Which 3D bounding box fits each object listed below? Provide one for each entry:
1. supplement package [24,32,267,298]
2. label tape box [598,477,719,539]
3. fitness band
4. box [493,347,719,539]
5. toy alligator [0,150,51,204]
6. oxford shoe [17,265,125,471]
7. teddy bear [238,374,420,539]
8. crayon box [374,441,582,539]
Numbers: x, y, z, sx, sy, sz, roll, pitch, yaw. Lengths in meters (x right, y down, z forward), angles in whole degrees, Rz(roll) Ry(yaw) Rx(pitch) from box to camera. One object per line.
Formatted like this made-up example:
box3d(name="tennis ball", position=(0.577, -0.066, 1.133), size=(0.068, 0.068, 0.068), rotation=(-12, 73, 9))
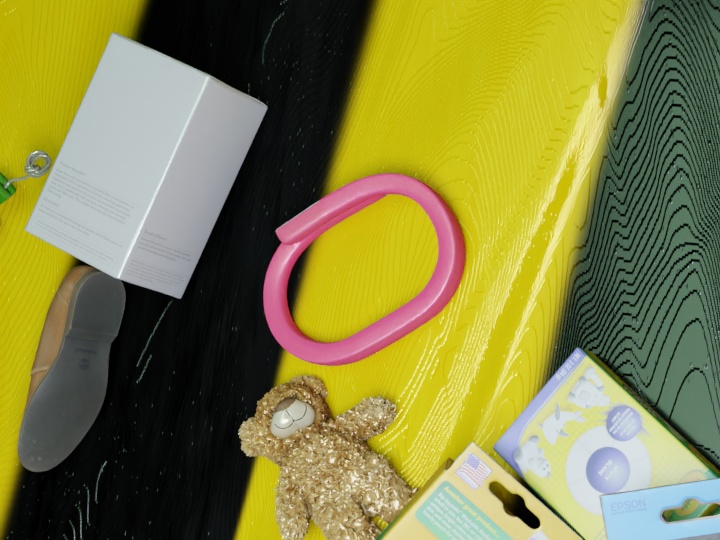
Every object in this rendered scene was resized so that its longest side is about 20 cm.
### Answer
box3d(name="supplement package", position=(-0.196, -0.095, 1.790), size=(0.121, 0.120, 0.201), rotation=(26, 92, 27))
box3d(name="label tape box", position=(0.275, 0.260, 1.518), size=(0.143, 0.063, 0.201), rotation=(-10, 90, 13))
box3d(name="fitness band", position=(0.000, 0.000, 1.736), size=(0.199, 0.037, 0.144), rotation=(-31, 73, 17))
box3d(name="box", position=(0.218, 0.173, 1.601), size=(0.200, 0.048, 0.118), rotation=(43, 100, 22))
box3d(name="toy alligator", position=(-0.377, -0.067, 1.905), size=(0.199, 0.059, 0.054), rotation=(-35, 28, 16))
box3d(name="oxford shoe", position=(-0.280, 0.092, 1.837), size=(0.071, 0.071, 0.201), rotation=(20, 90, 53))
box3d(name="teddy bear", position=(-0.023, 0.176, 1.696), size=(0.144, 0.067, 0.201), rotation=(-29, 72, 15))
box3d(name="crayon box", position=(0.075, 0.251, 1.625), size=(0.126, 0.052, 0.200), rotation=(41, 100, 0))
